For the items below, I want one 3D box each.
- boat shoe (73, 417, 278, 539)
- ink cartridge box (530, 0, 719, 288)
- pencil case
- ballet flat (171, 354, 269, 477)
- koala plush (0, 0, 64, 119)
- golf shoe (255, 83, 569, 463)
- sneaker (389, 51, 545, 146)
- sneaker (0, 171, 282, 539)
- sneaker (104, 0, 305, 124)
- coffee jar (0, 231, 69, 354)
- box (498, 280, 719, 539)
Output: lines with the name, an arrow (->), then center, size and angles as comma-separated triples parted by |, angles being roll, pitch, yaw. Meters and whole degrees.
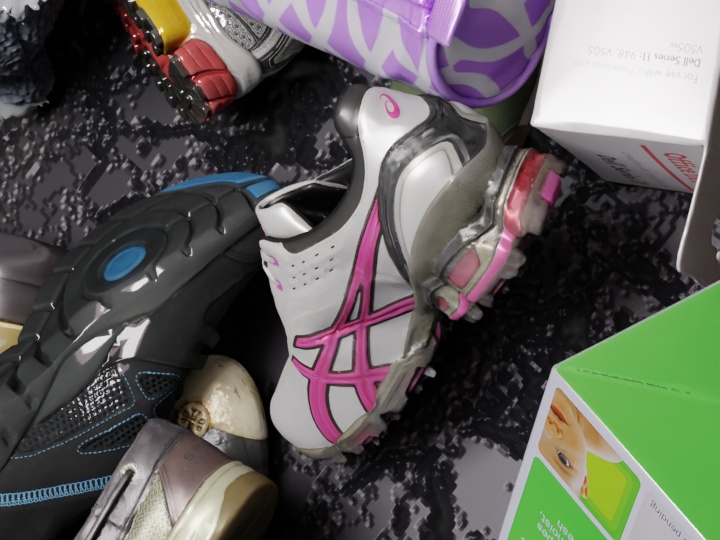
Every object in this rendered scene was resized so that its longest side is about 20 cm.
boat shoe -> -0.110, 0.147, 0.791 | 0.066, 0.072, 0.201 | 38, 99, 20
ink cartridge box -> 0.117, -0.095, 0.748 | 0.067, 0.117, 0.201 | 10, 85, 21
pencil case -> -0.019, -0.127, 0.756 | 0.200, 0.085, 0.084 | 25, 100, 31
ballet flat -> -0.089, 0.130, 0.842 | 0.066, 0.057, 0.200 | 21, 90, 26
koala plush -> -0.199, -0.160, 0.867 | 0.184, 0.177, 0.200 | -40, 81, -21
golf shoe -> 0.000, 0.000, 0.767 | 0.092, 0.073, 0.200 | 30, 139, -3
sneaker -> 0.043, -0.133, 0.805 | 0.067, 0.090, 0.201 | 16, 89, 26
sneaker -> -0.100, 0.041, 0.823 | 0.200, 0.082, 0.073 | -43, 28, -9
sneaker -> -0.084, -0.152, 0.889 | 0.082, 0.078, 0.200 | -30, 63, -10
coffee jar -> -0.178, 0.081, 0.877 | 0.104, 0.085, 0.201 | 9, 85, 25
box -> 0.139, 0.134, 0.656 | 0.200, 0.097, 0.177 | 50, 148, 29
